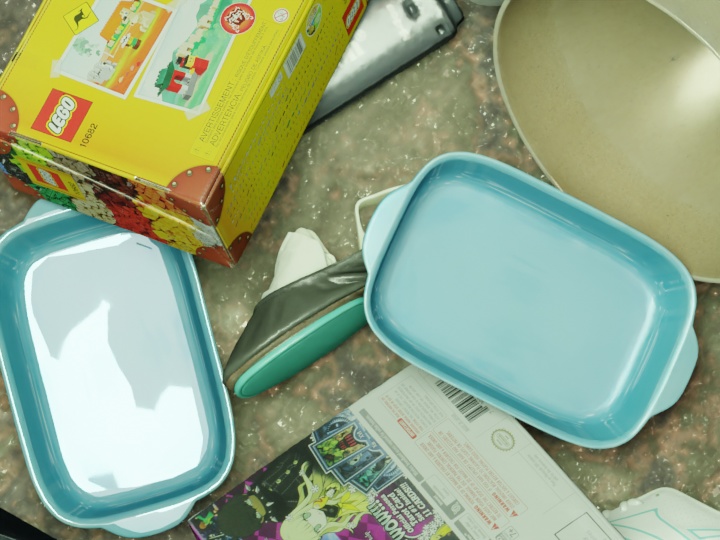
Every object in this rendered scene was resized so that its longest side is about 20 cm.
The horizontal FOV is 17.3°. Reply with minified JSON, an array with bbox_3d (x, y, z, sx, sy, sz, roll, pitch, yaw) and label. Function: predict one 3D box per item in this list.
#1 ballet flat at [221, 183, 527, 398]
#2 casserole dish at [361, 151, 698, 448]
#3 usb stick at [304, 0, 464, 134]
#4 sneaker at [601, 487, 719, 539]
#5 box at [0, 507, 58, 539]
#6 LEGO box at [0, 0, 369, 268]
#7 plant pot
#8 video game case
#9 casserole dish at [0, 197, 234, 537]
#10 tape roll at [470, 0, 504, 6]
[{"bbox_3d":[0.000,0.000,1.338,0.199,0.068,0.069,-27,71,-10],"label":"ballet flat"},{"bbox_3d":[0.090,0.016,1.297,0.199,0.039,0.122,26,86,-10],"label":"casserole dish"},{"bbox_3d":[-0.034,-0.110,1.369,0.199,0.033,0.056,-32,80,1],"label":"usb stick"},{"bbox_3d":[0.147,0.163,1.308,0.199,0.071,0.081,3,64,7],"label":"sneaker"},{"bbox_3d":[-0.271,0.204,1.269,0.199,0.123,0.200,21,85,39],"label":"box"},{"bbox_3d":[-0.099,-0.123,1.318,0.148,0.077,0.201,20,71,20],"label":"LEGO box"},{"bbox_3d":[0.190,-0.114,1.282,0.200,0.201,0.134,44,64,9],"label":"plant pot"},{"bbox_3d":[0.033,0.156,1.269,0.181,0.036,0.200,-34,54,-13],"label":"video game case"},{"bbox_3d":[-0.141,0.052,1.349,0.120,0.039,0.201,-16,83,0],"label":"casserole dish"},{"bbox_3d":[0.119,-0.251,1.286,0.202,0.203,0.140,-24,82,2],"label":"tape roll"}]
